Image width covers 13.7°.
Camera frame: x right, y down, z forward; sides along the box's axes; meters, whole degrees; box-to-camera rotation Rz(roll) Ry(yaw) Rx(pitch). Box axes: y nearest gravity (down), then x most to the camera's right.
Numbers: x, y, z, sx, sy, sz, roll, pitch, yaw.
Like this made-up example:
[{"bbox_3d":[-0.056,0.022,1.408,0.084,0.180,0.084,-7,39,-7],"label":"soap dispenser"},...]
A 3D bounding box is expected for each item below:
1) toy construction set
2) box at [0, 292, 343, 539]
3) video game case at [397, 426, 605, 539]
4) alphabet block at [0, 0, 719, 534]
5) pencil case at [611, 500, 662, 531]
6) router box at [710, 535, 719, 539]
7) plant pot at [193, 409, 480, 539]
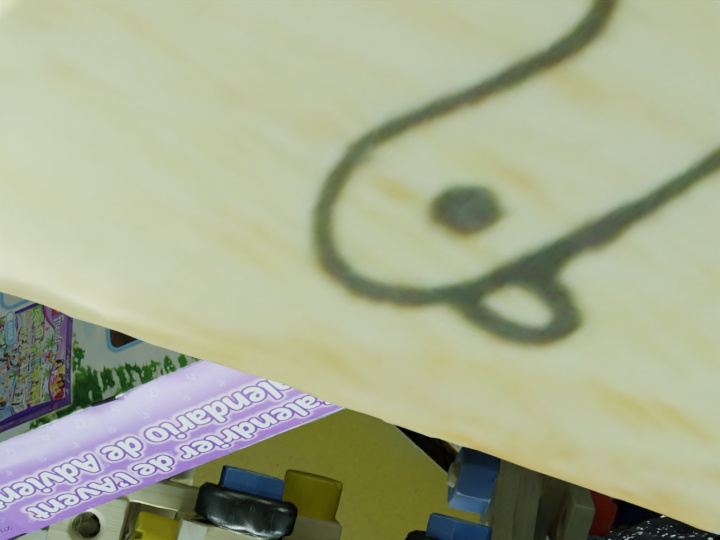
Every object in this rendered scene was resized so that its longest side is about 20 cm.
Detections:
[{"bbox_3d":[-0.017,0.083,0.899,0.200,0.092,0.131,0,179,-7],"label":"toy construction set"},{"bbox_3d":[-0.054,-0.044,0.708,0.137,0.200,0.039,-23,142,24],"label":"box"},{"bbox_3d":[0.033,0.064,1.076,0.143,0.018,0.200,42,167,21],"label":"video game case"},{"bbox_3d":[0.021,-0.102,0.537,0.200,0.196,0.195,20,122,-32],"label":"alphabet block"},{"bbox_3d":[0.140,0.035,1.017,0.200,0.087,0.078,-21,121,44],"label":"pencil case"},{"bbox_3d":[0.125,0.152,1.011,0.157,0.052,0.200,-21,151,-22],"label":"router box"},{"bbox_3d":[-0.024,0.162,1.118,0.200,0.176,0.200,43,169,24],"label":"plant pot"}]
